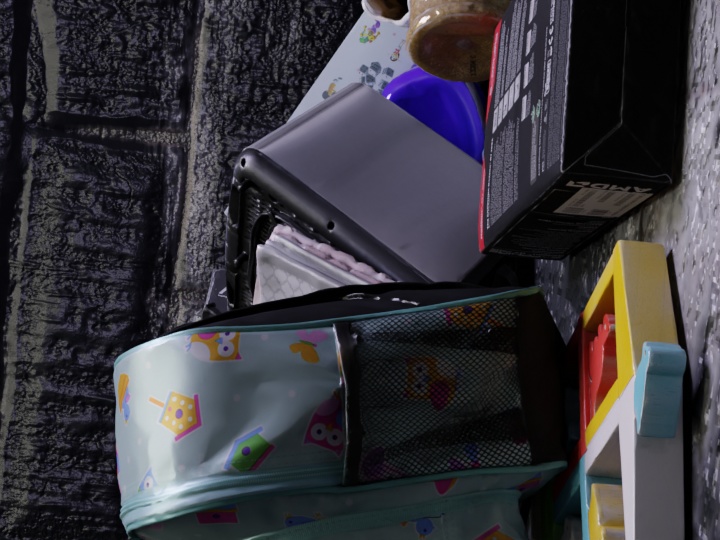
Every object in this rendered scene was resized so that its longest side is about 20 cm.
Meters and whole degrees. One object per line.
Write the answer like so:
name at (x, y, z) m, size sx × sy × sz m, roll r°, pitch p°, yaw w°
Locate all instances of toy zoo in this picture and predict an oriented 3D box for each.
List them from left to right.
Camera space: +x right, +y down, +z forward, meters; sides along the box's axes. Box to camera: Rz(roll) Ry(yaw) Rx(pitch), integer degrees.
toy zoo at (0.100, 0.079, 0.589) m, size 0.200 × 0.020 × 0.132 m, roll 102°, pitch 172°, yaw -59°

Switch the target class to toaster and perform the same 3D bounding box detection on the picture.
toaster at (0.000, 0.000, 0.930) m, size 0.118 × 0.200 × 0.182 m, roll -38°, pitch -27°, yaw -33°

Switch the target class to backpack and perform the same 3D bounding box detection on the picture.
backpack at (-0.016, 0.087, 0.659) m, size 0.176 × 0.198 × 0.155 m, roll 113°, pitch 159°, yaw -75°

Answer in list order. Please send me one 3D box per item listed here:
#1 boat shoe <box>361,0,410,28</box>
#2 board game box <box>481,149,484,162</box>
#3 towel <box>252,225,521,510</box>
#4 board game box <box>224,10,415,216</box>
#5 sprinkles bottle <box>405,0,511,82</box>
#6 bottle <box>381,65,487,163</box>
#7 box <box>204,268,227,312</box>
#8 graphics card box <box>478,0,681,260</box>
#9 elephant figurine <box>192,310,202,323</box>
boat shoe at (0.033, -0.205, 1.015) m, size 0.200 × 0.069 × 0.072 m, roll -126°, pitch 31°, yaw -69°
board game box at (0.102, -0.181, 0.892) m, size 0.201 × 0.026 × 0.201 m, roll 100°, pitch 175°, yaw -48°
towel at (0.008, 0.094, 0.836) m, size 0.032 × 0.199 × 0.192 m, roll -26°, pitch -47°, yaw -47°
board game box at (-0.016, -0.091, 1.134) m, size 0.201 × 0.064 × 0.148 m, roll -56°, pitch -14°, yaw -8°
sprinkles bottle at (0.062, -0.210, 0.831) m, size 0.068 × 0.068 × 0.202 m, roll 104°, pitch 171°, yaw -64°
bottle at (0.057, -0.111, 1.032) m, size 0.200 × 0.065 × 0.084 m, roll -60°, pitch -51°, yaw -76°
box at (-0.030, 0.078, 1.177) m, size 0.161 × 0.198 × 0.045 m, roll 100°, pitch -179°, yaw -54°
graphics card box at (0.096, -0.082, 0.660) m, size 0.200 × 0.050 × 0.127 m, roll 112°, pitch 163°, yaw -80°
elephant figurine at (-0.032, 0.125, 1.101) m, size 0.155 × 0.198 × 0.143 m, roll 74°, pitch -155°, yaw -79°
